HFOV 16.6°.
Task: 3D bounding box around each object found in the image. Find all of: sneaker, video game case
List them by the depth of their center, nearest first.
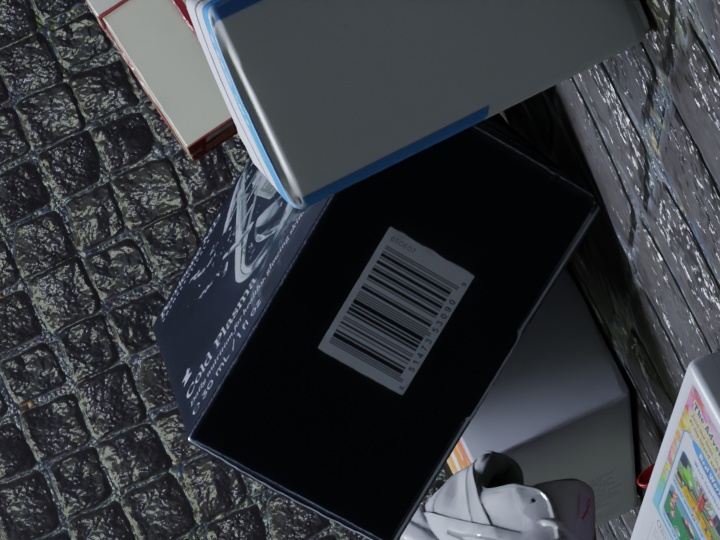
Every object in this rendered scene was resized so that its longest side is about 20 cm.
[{"bbox_3d":[0.176,0.160,1.035,0.182,0.024,0.201,96,152,-58],"label":"video game case"},{"bbox_3d":[0.091,0.155,1.239,0.078,0.100,0.200,33,-172,-43],"label":"sneaker"}]

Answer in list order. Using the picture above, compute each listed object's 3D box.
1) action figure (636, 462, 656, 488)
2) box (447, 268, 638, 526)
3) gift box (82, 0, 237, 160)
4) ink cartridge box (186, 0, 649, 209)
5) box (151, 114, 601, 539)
[{"bbox_3d":[0.161,0.193,1.225,0.201,0.099,0.065,65,179,-34],"label":"action figure"},{"bbox_3d":[0.091,0.075,1.429,0.200,0.097,0.125,73,171,-65],"label":"box"},{"bbox_3d":[-0.121,-0.220,2.039,0.187,0.184,0.200,56,173,1],"label":"gift box"},{"bbox_3d":[0.014,-0.098,0.969,0.086,0.146,0.200,64,177,-10],"label":"ink cartridge box"},{"bbox_3d":[0.000,0.000,1.244,0.123,0.201,0.197,29,-173,-14],"label":"box"}]
